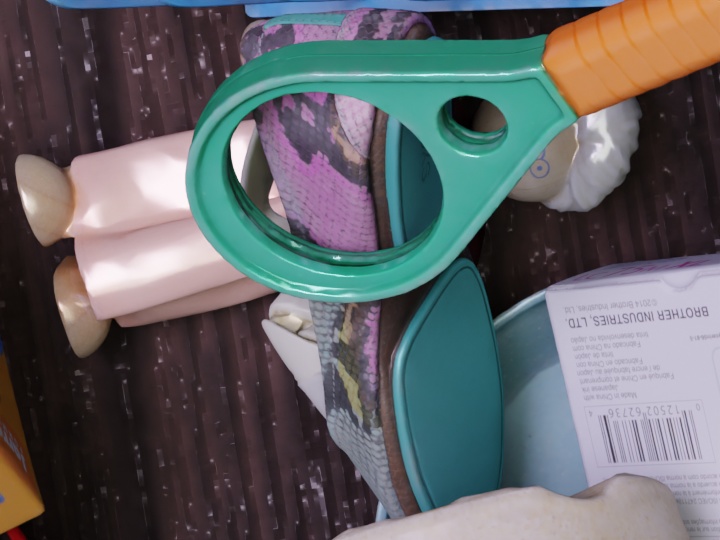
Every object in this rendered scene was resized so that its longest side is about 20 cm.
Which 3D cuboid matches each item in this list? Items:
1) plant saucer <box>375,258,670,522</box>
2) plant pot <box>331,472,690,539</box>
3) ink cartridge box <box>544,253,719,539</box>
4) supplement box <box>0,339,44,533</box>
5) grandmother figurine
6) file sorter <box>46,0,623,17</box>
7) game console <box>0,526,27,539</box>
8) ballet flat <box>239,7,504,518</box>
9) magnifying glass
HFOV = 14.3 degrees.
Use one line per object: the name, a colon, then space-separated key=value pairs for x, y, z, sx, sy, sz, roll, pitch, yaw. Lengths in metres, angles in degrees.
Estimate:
plant saucer: x=0.104 y=0.094 z=0.958 sx=0.199 sy=0.036 sz=0.201 roll=0 pitch=96 yaw=3
plant pot: x=0.049 y=0.165 z=0.844 sx=0.200 sy=0.200 sz=0.184 roll=-16 pitch=76 yaw=5
ink cartridge box: x=0.129 y=0.093 z=0.885 sx=0.042 sy=0.119 sz=0.201 roll=-14 pitch=95 yaw=-40
supplement box: x=-0.156 y=-0.005 z=0.894 sx=0.069 sy=0.067 sz=0.201 roll=-22 pitch=55 yaw=6
grandmother figurine: x=-0.004 y=-0.024 z=0.941 sx=0.199 sy=0.061 sz=0.122 roll=-16 pitch=116 yaw=7
file sorter: x=0.004 y=-0.144 z=0.849 sx=0.199 sy=0.122 sz=0.139 roll=3 pitch=98 yaw=40
game console: x=-0.139 y=0.178 z=0.945 sx=0.119 sy=0.172 sz=0.200 roll=-35 pitch=94 yaw=-21
ballet flat: x=0.000 y=0.000 z=0.883 sx=0.071 sy=0.069 sz=0.201 roll=14 pitch=136 yaw=26
magnifying glass: x=0.038 y=-0.044 z=0.774 sx=0.199 sy=0.022 sz=0.080 roll=-23 pitch=119 yaw=29
